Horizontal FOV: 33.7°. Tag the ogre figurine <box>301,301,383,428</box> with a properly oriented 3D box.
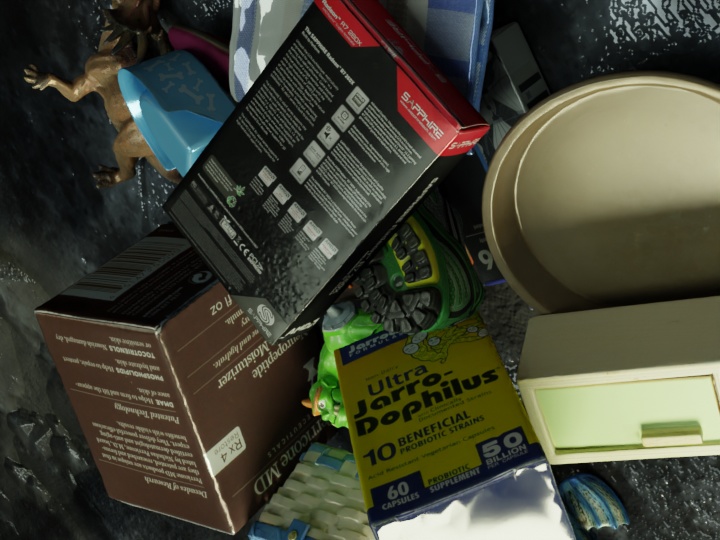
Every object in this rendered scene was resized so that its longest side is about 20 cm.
[{"bbox_3d":[0.021,0.090,0.942,0.119,0.099,0.200,20,163,8],"label":"ogre figurine"}]

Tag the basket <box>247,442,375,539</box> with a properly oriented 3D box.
[{"bbox_3d":[-0.021,0.260,0.990,0.138,0.201,0.176,14,159,37],"label":"basket"}]

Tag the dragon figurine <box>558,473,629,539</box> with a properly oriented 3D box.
[{"bbox_3d":[0.165,0.197,0.916,0.200,0.059,0.100,42,138,12],"label":"dragon figurine"}]

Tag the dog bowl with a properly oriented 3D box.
[{"bbox_3d":[-0.103,-0.078,0.880,0.201,0.049,0.112,52,163,8],"label":"dog bowl"}]

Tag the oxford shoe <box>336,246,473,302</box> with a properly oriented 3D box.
[{"bbox_3d":[0.000,0.000,0.913,0.199,0.072,0.072,-10,112,45],"label":"oxford shoe"}]

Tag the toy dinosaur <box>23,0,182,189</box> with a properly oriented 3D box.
[{"bbox_3d":[-0.177,-0.141,0.969,0.135,0.086,0.201,-11,116,38],"label":"toy dinosaur"}]

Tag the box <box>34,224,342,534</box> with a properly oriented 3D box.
[{"bbox_3d":[-0.143,0.085,1.031,0.163,0.166,0.202,4,122,39],"label":"box"}]

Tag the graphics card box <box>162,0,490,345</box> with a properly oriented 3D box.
[{"bbox_3d":[-0.027,-0.064,0.745,0.126,0.051,0.200,48,119,13],"label":"graphics card box"}]

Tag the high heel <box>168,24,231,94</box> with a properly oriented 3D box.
[{"bbox_3d":[-0.079,-0.104,0.892,0.199,0.067,0.097,34,104,15],"label":"high heel"}]

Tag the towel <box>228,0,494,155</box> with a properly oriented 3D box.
[{"bbox_3d":[-0.006,-0.162,0.755,0.198,0.024,0.149,18,111,32],"label":"towel"}]

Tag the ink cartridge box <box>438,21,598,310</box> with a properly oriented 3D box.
[{"bbox_3d":[0.104,-0.058,0.807,0.099,0.039,0.201,-16,107,46],"label":"ink cartridge box"}]

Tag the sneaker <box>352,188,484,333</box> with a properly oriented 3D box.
[{"bbox_3d":[0.019,-0.045,0.813,0.078,0.085,0.202,-36,64,32],"label":"sneaker"}]

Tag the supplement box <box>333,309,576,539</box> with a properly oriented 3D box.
[{"bbox_3d":[0.059,0.122,0.765,0.108,0.200,0.110,-22,116,2],"label":"supplement box"}]

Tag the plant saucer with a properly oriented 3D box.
[{"bbox_3d":[0.173,-0.035,0.726,0.198,0.030,0.202,10,128,12],"label":"plant saucer"}]

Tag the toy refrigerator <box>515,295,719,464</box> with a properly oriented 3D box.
[{"bbox_3d":[0.203,0.068,0.732,0.198,0.070,0.076,-7,124,23],"label":"toy refrigerator"}]
